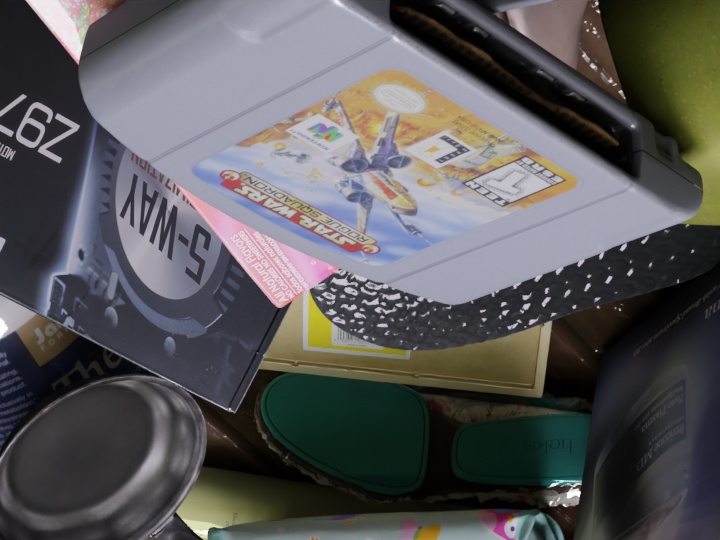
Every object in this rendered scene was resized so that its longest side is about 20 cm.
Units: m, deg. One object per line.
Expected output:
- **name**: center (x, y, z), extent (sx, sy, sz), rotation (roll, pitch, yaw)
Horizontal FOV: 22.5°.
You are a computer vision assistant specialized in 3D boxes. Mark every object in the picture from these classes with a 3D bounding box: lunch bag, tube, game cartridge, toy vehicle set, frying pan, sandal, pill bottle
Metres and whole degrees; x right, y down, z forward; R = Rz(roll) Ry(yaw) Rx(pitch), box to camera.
- **lunch bag**: center (0.025, 0.184, 0.928), extent (0.169, 0.123, 0.200), rotation (-5, 165, 13)
- **tube**: center (-0.006, 0.148, 1.017), extent (0.198, 0.052, 0.058), rotation (9, 173, -4)
- **game cartridge**: center (0.008, -0.046, 0.631), extent (0.199, 0.042, 0.133), rotation (27, 142, -36)
- **toy vehicle set**: center (0.000, 0.000, 0.909), extent (0.198, 0.027, 0.125), rotation (6, 129, 3)
- **frying pan**: center (-0.101, 0.101, 0.884), extent (0.189, 0.031, 0.115), rotation (17, 111, -45)
- **sandal**: center (0.073, -0.010, 0.849), extent (0.198, 0.048, 0.076), rotation (-10, 127, -3)
- **pill bottle**: center (-0.169, 0.029, 0.902), extent (0.110, 0.111, 0.201), rotation (-14, 126, 19)

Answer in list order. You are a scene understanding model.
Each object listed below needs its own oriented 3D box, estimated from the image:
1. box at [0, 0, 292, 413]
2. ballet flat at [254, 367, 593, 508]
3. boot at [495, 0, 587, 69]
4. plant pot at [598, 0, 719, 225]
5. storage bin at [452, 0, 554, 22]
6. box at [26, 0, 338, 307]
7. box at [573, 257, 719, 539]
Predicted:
- **box**: center (-0.110, -0.053, 0.812), extent (0.199, 0.044, 0.161), rotation (29, 85, -14)
- **ballet flat**: center (0.043, 0.095, 0.957), extent (0.198, 0.076, 0.064), rotation (9, 163, 7)
- **boot**: center (0.116, -0.164, 0.735), extent (0.145, 0.071, 0.201), rotation (-10, 127, 13)
- **plant pot**: center (0.199, -0.093, 0.687), extent (0.198, 0.188, 0.188), rotation (-19, 124, 13)
- **storage bin**: center (0.043, -0.201, 0.620), extent (0.144, 0.134, 0.202), rotation (-8, 107, 27)
- **box**: center (-0.055, -0.095, 0.698), extent (0.094, 0.103, 0.200), rotation (-34, 133, 3)
- **box**: center (0.193, 0.098, 0.820), extent (0.122, 0.200, 0.200), rotation (24, 143, -14)
